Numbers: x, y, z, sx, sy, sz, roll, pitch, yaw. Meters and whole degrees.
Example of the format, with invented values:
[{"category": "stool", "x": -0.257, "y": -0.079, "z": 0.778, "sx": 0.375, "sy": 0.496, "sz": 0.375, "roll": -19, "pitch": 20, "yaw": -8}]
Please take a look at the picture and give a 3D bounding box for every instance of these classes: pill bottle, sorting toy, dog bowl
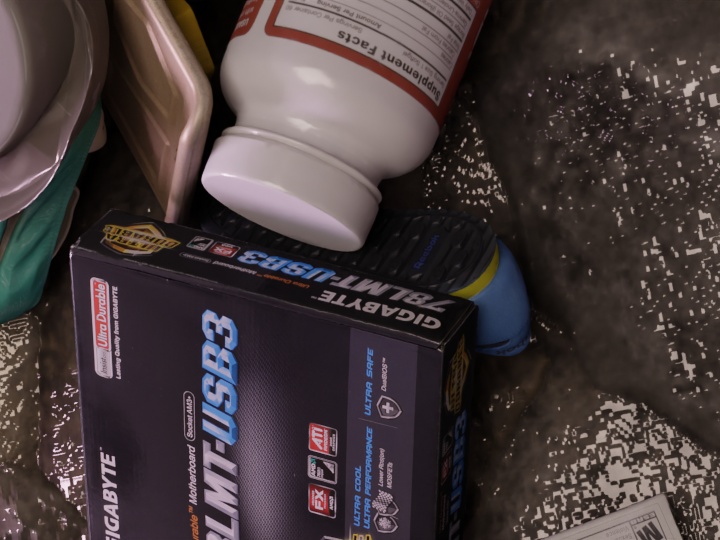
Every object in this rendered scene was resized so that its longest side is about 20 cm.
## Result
[{"category": "pill bottle", "x": -0.001, "y": -0.117, "z": 1.119, "sx": 0.111, "sy": 0.112, "sz": 0.201, "roll": 18, "pitch": 77, "yaw": 21}, {"category": "sorting toy", "x": -0.118, "y": -0.127, "z": 1.169, "sx": 0.036, "sy": 0.185, "sz": 0.201, "roll": -22, "pitch": 76, "yaw": -15}, {"category": "dog bowl", "x": -0.210, "y": -0.122, "z": 1.126, "sx": 0.199, "sy": 0.059, "sz": 0.202, "roll": 13, "pitch": 123, "yaw": 21}]

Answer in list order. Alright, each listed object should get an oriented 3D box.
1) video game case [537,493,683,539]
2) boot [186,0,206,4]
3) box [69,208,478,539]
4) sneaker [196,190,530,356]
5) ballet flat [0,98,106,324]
[{"category": "video game case", "x": 0.086, "y": 0.222, "z": 1.081, "sx": 0.199, "sy": 0.036, "sz": 0.182, "roll": -19, "pitch": 76, "yaw": -15}, {"category": "boot", "x": -0.045, "y": -0.230, "z": 1.155, "sx": 0.200, "sy": 0.072, "sz": 0.145, "roll": -50, "pitch": 38, "yaw": 19}, {"category": "box", "x": -0.045, "y": 0.084, "z": 1.141, "sx": 0.197, "sy": 0.050, "sz": 0.201, "roll": 15, "pitch": 124, "yaw": 19}, {"category": "sneaker", "x": 0.000, "y": 0.000, "z": 1.167, "sx": 0.199, "sy": 0.079, "sz": 0.066, "roll": 18, "pitch": 62, "yaw": 38}, {"category": "ballet flat", "x": -0.173, "y": -0.057, "z": 1.221, "sx": 0.067, "sy": 0.070, "sz": 0.201, "roll": 36, "pitch": 117, "yaw": 23}]
